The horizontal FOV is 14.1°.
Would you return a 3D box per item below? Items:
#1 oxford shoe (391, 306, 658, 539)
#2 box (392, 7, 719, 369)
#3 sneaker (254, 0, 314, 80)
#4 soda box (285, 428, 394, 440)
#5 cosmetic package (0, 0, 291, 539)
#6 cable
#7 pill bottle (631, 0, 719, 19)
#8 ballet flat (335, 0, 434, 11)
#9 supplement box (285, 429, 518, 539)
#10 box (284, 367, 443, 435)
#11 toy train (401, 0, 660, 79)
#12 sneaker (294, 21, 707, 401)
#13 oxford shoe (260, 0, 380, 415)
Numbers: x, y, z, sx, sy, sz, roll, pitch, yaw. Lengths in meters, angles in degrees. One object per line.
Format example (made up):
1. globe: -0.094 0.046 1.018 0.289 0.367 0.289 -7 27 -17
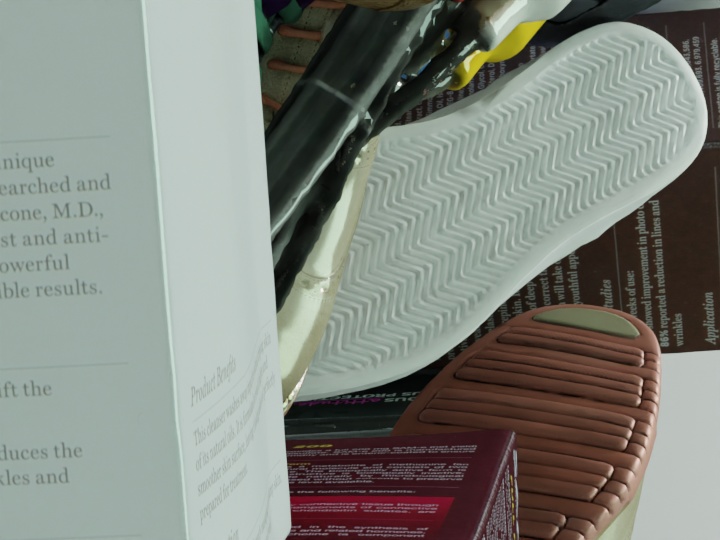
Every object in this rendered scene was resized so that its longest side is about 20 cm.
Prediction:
1. oxford shoe: 0.037 0.093 0.820 0.074 0.070 0.200 79 30 -42
2. box: 0.059 -0.025 0.985 0.100 0.199 0.075 81 7 -45
3. sneaker: -0.038 -0.067 0.673 0.075 0.087 0.201 78 11 -51
4. soda box: -0.013 0.151 0.861 0.063 0.068 0.201 54 34 -76
5. cosmetic package: -0.063 -0.035 0.506 0.113 0.081 0.201 -49 135 -80
6. cable: 0.012 -0.045 0.685 0.200 0.050 0.097 -59 174 -27
7. pill bottle: 0.079 -0.079 1.066 0.200 0.113 0.114 113 -16 -49
8. ballet flat: -0.045 -0.135 0.653 0.200 0.072 0.068 58 -43 23
9. supplement box: -0.023 0.082 0.655 0.200 0.108 0.061 -45 133 -79
10. box: 0.034 0.106 1.036 0.200 0.124 0.149 -39 125 -81
11. toy train: 0.028 -0.116 0.892 0.200 0.086 0.115 -25 -126 51
12. sneaker: 0.000 0.000 0.848 0.074 0.199 0.116 63 -33 6
13. oxford shoe: -0.022 -0.057 0.749 0.074 0.070 0.201 -31 -130 57
